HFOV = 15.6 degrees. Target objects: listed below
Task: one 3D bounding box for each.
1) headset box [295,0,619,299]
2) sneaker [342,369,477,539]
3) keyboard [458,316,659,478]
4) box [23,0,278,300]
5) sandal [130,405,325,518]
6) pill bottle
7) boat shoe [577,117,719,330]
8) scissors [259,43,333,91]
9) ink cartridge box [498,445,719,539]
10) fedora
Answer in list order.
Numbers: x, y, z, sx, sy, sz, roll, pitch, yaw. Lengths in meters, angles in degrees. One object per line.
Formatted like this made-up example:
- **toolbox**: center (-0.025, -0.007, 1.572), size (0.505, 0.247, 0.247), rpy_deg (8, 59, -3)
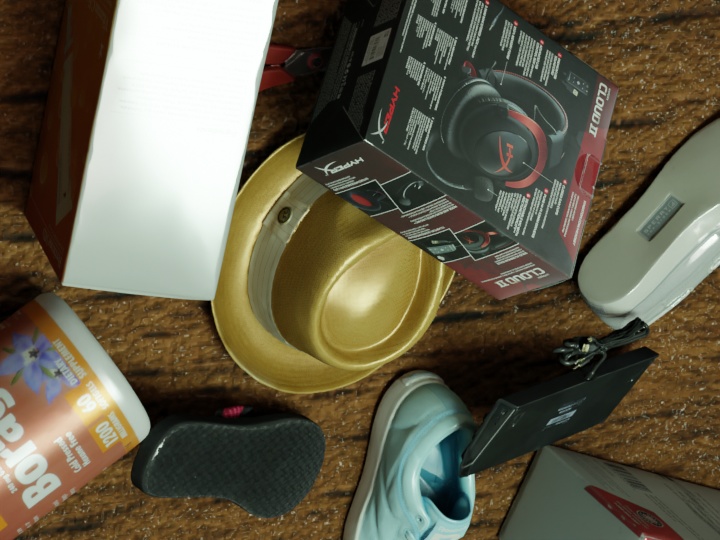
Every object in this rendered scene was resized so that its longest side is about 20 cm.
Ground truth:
- **headset box**: center (0.072, -0.086, 1.669), size (0.200, 0.075, 0.149), rpy_deg (31, 60, -29)
- **sneaker**: center (0.039, 0.175, 1.821), size (0.074, 0.082, 0.201), rpy_deg (-7, 115, -26)
- **keyboard**: center (0.146, 0.079, 1.811), size (0.200, 0.021, 0.127), rpy_deg (-16, 147, -55)
- **box**: center (-0.127, -0.100, 1.566), size (0.097, 0.124, 0.201), rpy_deg (6, 109, -21)
- **sandal**: center (-0.089, 0.118, 1.730), size (0.200, 0.045, 0.075), rpy_deg (15, 102, -55)
- **pill bottle**: center (-0.237, 0.114, 1.616), size (0.200, 0.112, 0.112), rpy_deg (-38, 125, -10)
- **boat shoe**: center (0.241, -0.033, 1.854), size (0.200, 0.072, 0.069), rpy_deg (-49, 141, -6)
- **scissors**: center (-0.042, -0.127, 1.680), size (0.199, 0.014, 0.073), rpy_deg (2, 108, -32)
- **ink cartridge box**: center (0.224, 0.210, 1.903), size (0.199, 0.147, 0.083), rpy_deg (17, 104, -33)
- **fedora**: center (0.000, 0.000, 1.717), size (0.200, 0.082, 0.201), rpy_deg (-13, 118, -25)
